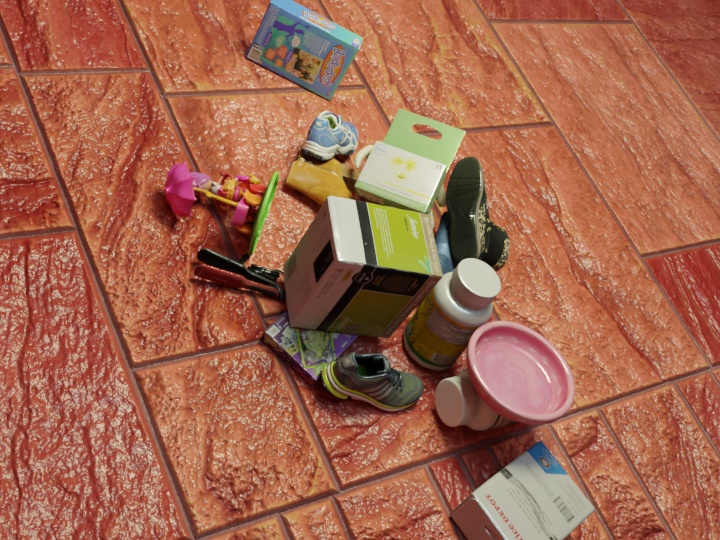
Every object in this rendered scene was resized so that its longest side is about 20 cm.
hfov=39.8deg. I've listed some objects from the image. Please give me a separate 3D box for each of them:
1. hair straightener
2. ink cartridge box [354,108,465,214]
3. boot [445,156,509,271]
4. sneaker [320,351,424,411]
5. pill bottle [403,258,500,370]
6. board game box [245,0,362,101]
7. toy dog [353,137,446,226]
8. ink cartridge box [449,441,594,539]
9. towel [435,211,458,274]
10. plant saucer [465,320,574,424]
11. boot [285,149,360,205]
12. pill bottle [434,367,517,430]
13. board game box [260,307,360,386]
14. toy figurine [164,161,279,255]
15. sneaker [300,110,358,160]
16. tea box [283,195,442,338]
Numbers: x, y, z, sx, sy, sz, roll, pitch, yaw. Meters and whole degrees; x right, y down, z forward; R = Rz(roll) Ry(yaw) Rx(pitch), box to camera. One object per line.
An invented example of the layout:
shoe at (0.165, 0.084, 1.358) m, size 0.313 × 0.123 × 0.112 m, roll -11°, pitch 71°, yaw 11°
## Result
hair straightener at (-0.186, -0.002, 1.701) m, size 0.198 × 0.041 × 0.078 m, roll 15°, pitch 50°, yaw -20°
ink cartridge box at (0.094, -0.207, 1.840) m, size 0.144 × 0.048 × 0.201 m, roll 21°, pitch 74°, yaw 14°
boot at (0.228, -0.102, 1.902) m, size 0.153 × 0.073 × 0.206 m, roll 18°, pitch 71°, yaw -57°
sneaker at (0.034, 0.181, 1.650) m, size 0.199 × 0.081 × 0.075 m, roll 13°, pitch 51°, yaw -37°
pill bottle at (0.161, 0.074, 1.730) m, size 0.112 × 0.201 × 0.114 m, roll 15°, pitch 45°, yaw -16°
board game box at (-0.116, -0.451, 2.016) m, size 0.199 × 0.152 × 0.045 m, roll 26°, pitch 46°, yaw -11°
toy dog at (0.085, -0.147, 1.901) m, size 0.193 × 0.139 × 0.202 m, roll 14°, pitch 58°, yaw -42°
ink cartridge box at (0.265, 0.395, 1.626) m, size 0.199 × 0.084 × 0.145 m, roll -24°, pitch 69°, yaw -41°
towel at (0.167, -0.011, 1.884) m, size 0.112 × 0.048 × 0.201 m, roll 54°, pitch 39°, yaw -34°
plant saucer at (0.261, 0.177, 1.662) m, size 0.199 × 0.051 × 0.202 m, roll 16°, pitch 43°, yaw -15°
boot at (-0.073, -0.140, 1.864) m, size 0.143 × 0.071 × 0.202 m, roll 16°, pitch 44°, yaw -12°
pill bottle at (0.232, 0.217, 1.728) m, size 0.198 × 0.111 × 0.111 m, roll -4°, pitch 58°, yaw -33°
board game box at (-0.068, 0.096, 1.704) m, size 0.120 × 0.032 × 0.200 m, roll 40°, pitch 46°, yaw 7°
toy figurine at (-0.246, -0.137, 1.728) m, size 0.182 × 0.151 × 0.200 m, roll 19°, pitch 25°, yaw -4°
sneaker at (-0.048, -0.269, 1.936) m, size 0.075 × 0.078 × 0.200 m, roll 21°, pitch 22°, yaw 12°
tea box at (0.000, 0.000, 1.661) m, size 0.195 × 0.200 × 0.135 m, roll 10°, pitch 52°, yaw -26°
